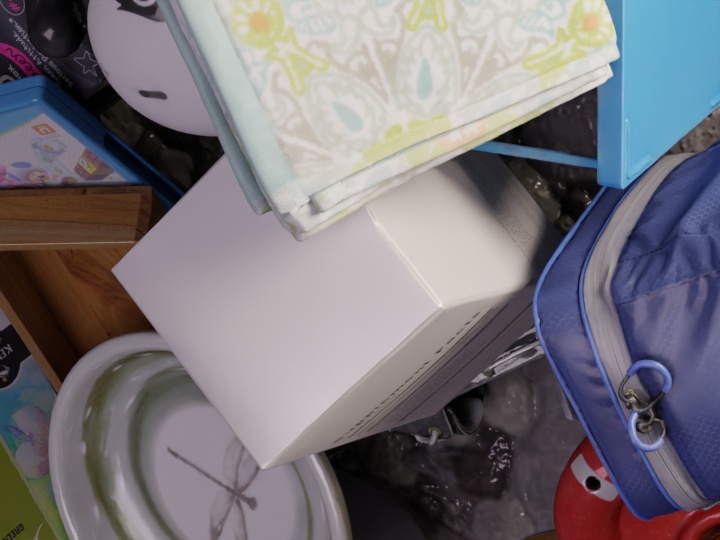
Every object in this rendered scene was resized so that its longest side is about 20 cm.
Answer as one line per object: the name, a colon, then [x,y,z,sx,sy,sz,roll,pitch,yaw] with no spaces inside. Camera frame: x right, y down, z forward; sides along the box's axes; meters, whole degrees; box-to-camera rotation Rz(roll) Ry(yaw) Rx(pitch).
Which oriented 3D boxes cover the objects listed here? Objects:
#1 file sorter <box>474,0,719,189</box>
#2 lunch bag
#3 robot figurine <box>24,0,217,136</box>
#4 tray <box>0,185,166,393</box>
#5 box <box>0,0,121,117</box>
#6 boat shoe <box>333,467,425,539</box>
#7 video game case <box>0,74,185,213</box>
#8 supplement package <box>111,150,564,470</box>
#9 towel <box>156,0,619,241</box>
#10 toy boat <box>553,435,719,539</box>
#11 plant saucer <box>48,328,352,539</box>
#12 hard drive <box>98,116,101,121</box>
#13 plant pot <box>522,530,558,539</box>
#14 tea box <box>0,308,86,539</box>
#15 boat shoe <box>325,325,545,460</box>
file sorter: [0.093,-0.162,1.099,0.122,0.139,0.201,10,116,26]
lunch bag: [0.163,0.024,1.106,0.132,0.200,0.136,-19,105,32]
robot figurine: [-0.070,-0.156,1.100,0.124,0.201,0.150,18,134,-29]
tray: [-0.133,0.019,1.277,0.098,0.037,0.200,-1,151,11]
box: [-0.170,-0.183,1.221,0.200,0.132,0.115,48,141,0]
boat shoe: [-0.051,0.141,1.357,0.199,0.069,0.057,21,125,25]
video game case: [-0.163,-0.031,1.244,0.142,0.018,0.200,-11,148,28]
supplement package: [0.000,0.000,1.129,0.120,0.200,0.121,-43,77,21]
towel: [-0.001,-0.135,0.999,0.170,0.048,0.201,-26,97,-10]
toy boat: [0.183,0.154,1.191,0.200,0.131,0.131,39,117,6]
plant saucer: [-0.078,0.119,1.288,0.199,0.050,0.201,15,118,30]
hard drive: [-0.208,-0.065,1.360,0.139,0.038,0.201,2,114,27]
plant pot: [0.137,0.238,1.322,0.199,0.027,0.201,12,117,23]
tea box: [-0.269,0.119,1.382,0.199,0.134,0.197,-14,111,49]
boat shoe: [0.037,0.059,1.265,0.200,0.072,0.071,-37,88,33]
